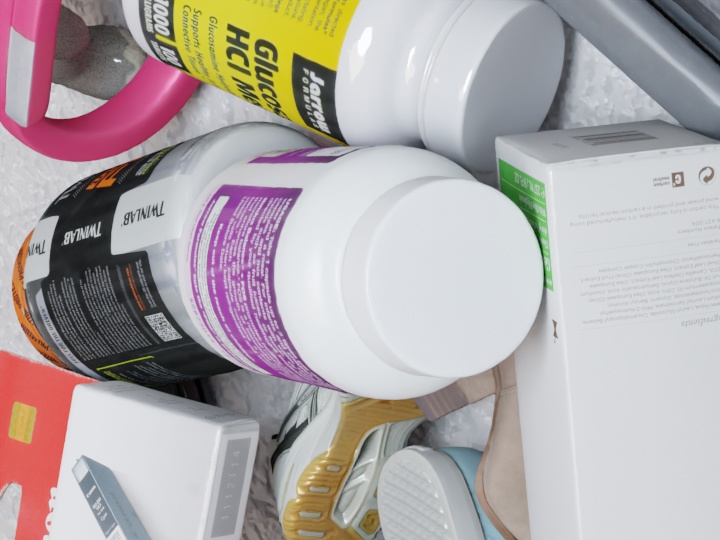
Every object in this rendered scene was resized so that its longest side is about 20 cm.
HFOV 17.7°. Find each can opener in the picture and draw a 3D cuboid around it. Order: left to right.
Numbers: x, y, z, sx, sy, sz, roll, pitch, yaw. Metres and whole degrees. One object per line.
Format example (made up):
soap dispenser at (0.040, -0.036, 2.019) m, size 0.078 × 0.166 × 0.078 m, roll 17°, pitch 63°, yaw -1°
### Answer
can opener at (0.108, -0.139, 1.035) m, size 0.200 × 0.053 × 0.066 m, roll 48°, pitch 133°, yaw 12°

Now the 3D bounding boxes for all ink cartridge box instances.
ink cartridge box at (-0.150, 0.156, 1.208) m, size 0.176 × 0.045 × 0.200 m, roll 13°, pitch 96°, yaw 29°

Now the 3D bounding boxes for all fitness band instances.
fitness band at (-0.123, -0.142, 1.171) m, size 0.037 × 0.144 × 0.200 m, roll 35°, pitch 129°, yaw 27°

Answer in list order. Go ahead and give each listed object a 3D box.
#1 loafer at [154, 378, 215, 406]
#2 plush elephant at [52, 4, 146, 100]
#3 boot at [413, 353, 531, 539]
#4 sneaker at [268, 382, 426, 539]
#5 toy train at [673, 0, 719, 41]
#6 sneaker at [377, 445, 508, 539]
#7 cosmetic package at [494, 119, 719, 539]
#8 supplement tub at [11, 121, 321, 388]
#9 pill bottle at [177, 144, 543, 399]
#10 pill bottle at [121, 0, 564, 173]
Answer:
loafer at (-0.130, 0.135, 1.370) m, size 0.072 × 0.063 × 0.200 m, roll 29°, pitch 127°, yaw 27°
plush elephant at (-0.196, -0.196, 1.208) m, size 0.165 × 0.200 × 0.155 m, roll 44°, pitch 115°, yaw 26°
boot at (0.117, 0.065, 1.122) m, size 0.146 × 0.070 × 0.200 m, roll -31°, pitch 111°, yaw 29°
sneaker at (0.003, 0.050, 1.205) m, size 0.200 × 0.076 × 0.088 m, roll -58°, pitch 31°, yaw 23°
toy train at (0.206, -0.101, 0.926) m, size 0.200 × 0.114 × 0.085 m, roll 45°, pitch 133°, yaw 15°
sneaker at (0.075, 0.180, 1.163) m, size 0.074 × 0.082 × 0.200 m, roll -29°, pitch 70°, yaw 49°
cosmetic package at (0.117, 0.041, 1.011) m, size 0.108 × 0.085 × 0.200 m, roll -138°, pitch 43°, yaw -77°
supplement tub at (-0.097, -0.002, 1.222) m, size 0.200 × 0.122 × 0.123 m, roll -14°, pitch 101°, yaw 52°
pill bottle at (0.000, 0.000, 1.036) m, size 0.200 × 0.112 × 0.112 m, roll 6°, pitch 117°, yaw 67°
pill bottle at (-0.008, -0.121, 1.102) m, size 0.200 × 0.112 × 0.113 m, roll 26°, pitch 126°, yaw 30°
